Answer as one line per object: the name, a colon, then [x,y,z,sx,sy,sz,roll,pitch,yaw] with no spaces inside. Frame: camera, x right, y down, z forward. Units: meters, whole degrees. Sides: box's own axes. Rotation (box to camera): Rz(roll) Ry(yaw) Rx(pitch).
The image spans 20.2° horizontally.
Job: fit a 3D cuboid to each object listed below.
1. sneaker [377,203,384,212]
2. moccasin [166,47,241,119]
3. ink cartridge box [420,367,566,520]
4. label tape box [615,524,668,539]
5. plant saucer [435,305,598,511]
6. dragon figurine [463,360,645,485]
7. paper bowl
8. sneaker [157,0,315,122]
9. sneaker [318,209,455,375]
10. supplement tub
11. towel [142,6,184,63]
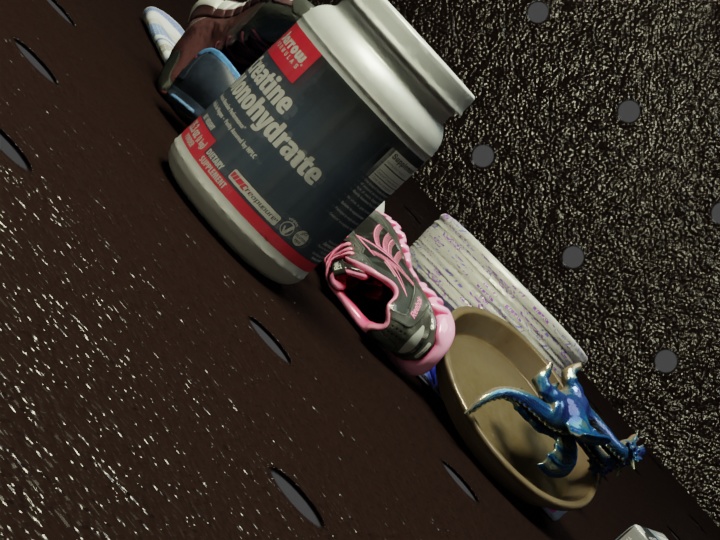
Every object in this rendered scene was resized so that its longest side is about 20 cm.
sneaker: [-0.037,-0.096,1.799,0.073,0.202,0.115,7,9,42]
moccasin: [-0.086,-0.090,1.655,0.200,0.068,0.081,52,0,25]
ink cartridge box: [0.115,0.127,1.820,0.200,0.042,0.119,45,6,-11]
label tape box: [0.291,0.316,1.734,0.200,0.063,0.144,50,7,19]
plant saucer: [0.130,0.122,1.736,0.200,0.029,0.201,40,29,-27]
dragon figurine: [0.170,0.133,1.689,0.199,0.059,0.100,6,52,-58]
paper bowl: [0.116,0.049,1.949,0.201,0.104,0.201,47,1,-1]
sneaker: [-0.106,-0.174,1.736,0.076,0.116,0.199,43,-20,-27]
sneaker: [0.000,0.000,1.701,0.095,0.079,0.200,24,21,-46]
supplement tub: [-0.029,-0.102,1.479,0.140,0.200,0.140,46,6,-6]
towel: [-0.149,-0.184,1.996,0.147,0.024,0.200,44,7,-27]
